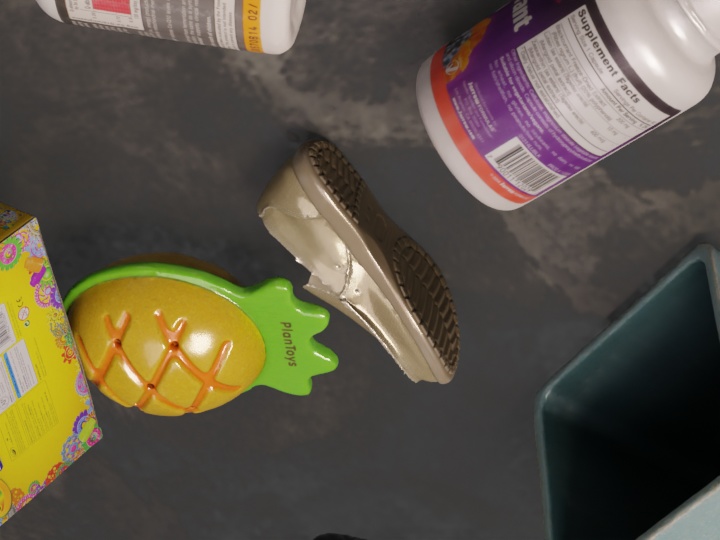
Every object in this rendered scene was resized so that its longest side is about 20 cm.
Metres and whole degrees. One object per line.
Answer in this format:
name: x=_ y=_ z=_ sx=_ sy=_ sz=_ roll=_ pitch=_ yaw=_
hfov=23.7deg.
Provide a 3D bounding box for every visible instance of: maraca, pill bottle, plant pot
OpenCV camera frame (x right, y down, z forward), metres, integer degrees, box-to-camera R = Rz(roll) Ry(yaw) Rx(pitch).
maraca: x=-0.116 y=0.046 z=1.214 sx=0.199 sy=0.107 sz=0.137 roll=1 pitch=138 yaw=11
pill bottle: x=0.141 y=-0.128 z=1.027 sx=0.200 sy=0.112 sz=0.111 roll=-31 pitch=118 yaw=29
plant pot: x=0.261 y=0.141 z=1.179 sx=0.199 sy=0.197 sz=0.196 roll=25 pitch=129 yaw=-23
pill bottle: x=-0.130 y=-0.198 z=1.018 sx=0.199 sy=0.117 sz=0.117 roll=9 pitch=129 yaw=3

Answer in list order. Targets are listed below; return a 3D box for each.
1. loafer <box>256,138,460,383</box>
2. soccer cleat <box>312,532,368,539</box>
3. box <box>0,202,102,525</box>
loafer: x=0.000 y=0.000 z=1.185 sx=0.068 sy=0.076 sz=0.200 roll=-24 pitch=111 yaw=28
soccer cleat: x=0.056 y=0.243 z=1.379 sx=0.199 sy=0.068 sz=0.081 roll=23 pitch=111 yaw=-9
box: x=-0.307 y=0.046 z=1.195 sx=0.192 sy=0.122 sz=0.201 roll=20 pitch=136 yaw=34
